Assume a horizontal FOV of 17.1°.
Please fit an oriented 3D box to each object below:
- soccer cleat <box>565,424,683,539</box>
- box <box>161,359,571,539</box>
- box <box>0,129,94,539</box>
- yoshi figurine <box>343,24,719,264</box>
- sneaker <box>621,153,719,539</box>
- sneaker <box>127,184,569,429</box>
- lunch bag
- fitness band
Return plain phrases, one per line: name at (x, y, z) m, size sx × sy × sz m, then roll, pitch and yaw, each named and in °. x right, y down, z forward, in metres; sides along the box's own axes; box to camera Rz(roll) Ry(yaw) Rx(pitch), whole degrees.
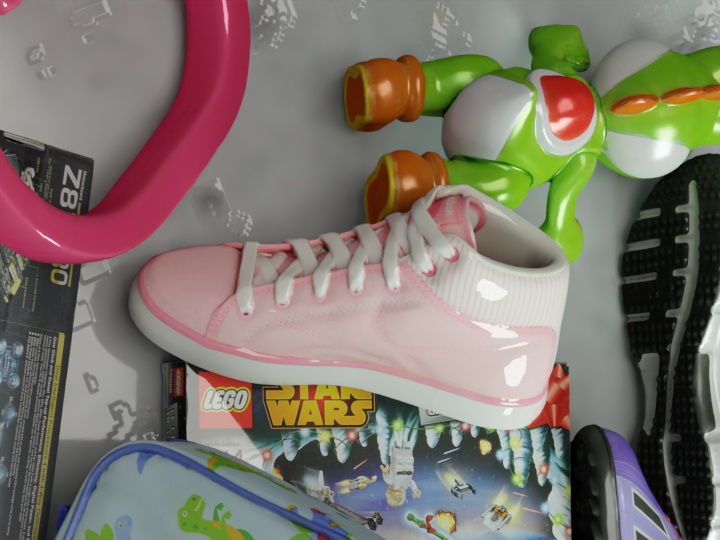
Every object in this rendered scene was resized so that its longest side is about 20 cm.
soccer cleat at (0.146, 0.168, 1.163) m, size 0.073 × 0.068 × 0.202 m, roll -12°, pitch 96°, yaw -9°
box at (0.005, 0.111, 1.126) m, size 0.198 × 0.040 × 0.138 m, roll 1°, pitch 86°, yaw -23°
box at (-0.189, 0.034, 1.003) m, size 0.161 × 0.049 × 0.202 m, roll 14°, pitch 81°, yaw -53°
yoshi figurine at (0.093, -0.067, 1.157) m, size 0.198 × 0.112 × 0.113 m, roll -8°, pitch 123°, yaw -12°
sneaker at (0.181, 0.042, 1.198) m, size 0.079 × 0.074 × 0.202 m, roll -1°, pitch 93°, yaw -34°
sneaker at (0.000, 0.000, 1.076) m, size 0.198 × 0.076 × 0.105 m, roll 13°, pitch 125°, yaw -5°
lunch bag at (-0.075, 0.180, 1.021) m, size 0.160 × 0.082 × 0.201 m, roll 24°, pitch 91°, yaw 15°
fitness band at (-0.115, -0.093, 1.043) m, size 0.200 × 0.037 × 0.144 m, roll -57°, pitch 131°, yaw -42°
